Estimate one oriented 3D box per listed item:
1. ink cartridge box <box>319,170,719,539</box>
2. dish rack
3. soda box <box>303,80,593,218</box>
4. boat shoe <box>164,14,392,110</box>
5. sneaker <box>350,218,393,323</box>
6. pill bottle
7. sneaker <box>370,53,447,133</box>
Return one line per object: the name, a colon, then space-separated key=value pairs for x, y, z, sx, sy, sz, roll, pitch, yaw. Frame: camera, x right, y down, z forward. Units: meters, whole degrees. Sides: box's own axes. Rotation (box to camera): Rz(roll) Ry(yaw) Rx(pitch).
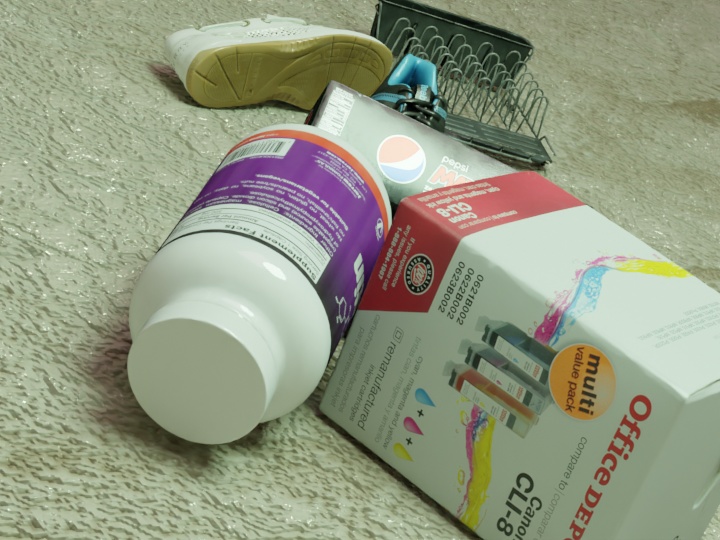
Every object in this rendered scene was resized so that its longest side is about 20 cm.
ink cartridge box: x=0.110 y=0.062 z=1.035 sx=0.199 sy=0.146 sz=0.144 roll=35 pitch=27 yaw=27
dish rack: x=0.090 y=-0.160 z=1.580 sx=0.152 sy=0.055 sz=0.200 roll=13 pitch=26 yaw=-18
soda box: x=0.049 y=-0.048 z=1.242 sx=0.199 sy=0.071 sz=0.064 roll=26 pitch=68 yaw=-7
boat shoe: x=-0.063 y=-0.170 z=1.446 sx=0.199 sy=0.071 sz=0.069 roll=-2 pitch=36 yaw=-41
sneaker: x=0.001 y=-0.003 z=1.184 sx=0.198 sy=0.060 sz=0.104 roll=20 pitch=17 yaw=-2
pill bottle: x=-0.057 y=0.008 z=1.024 sx=0.112 sy=0.113 sz=0.200 roll=24 pitch=34 yaw=3
sneaker: x=0.026 y=-0.094 z=1.357 sx=0.073 sy=0.082 sz=0.200 roll=20 pitch=26 yaw=-13
